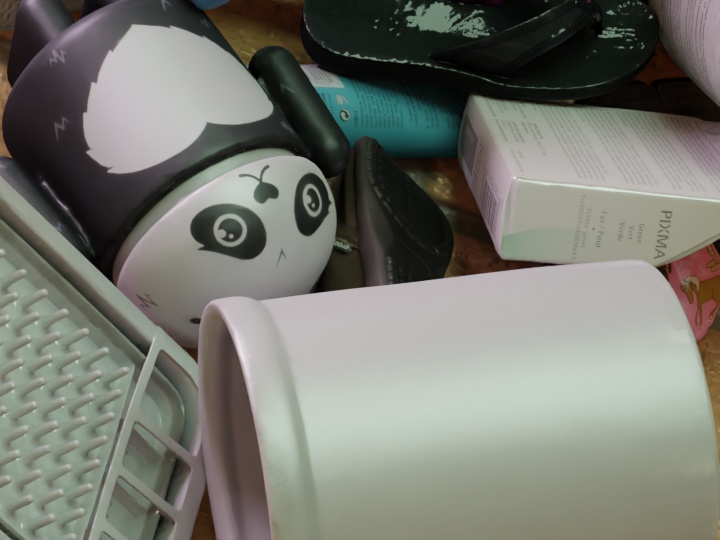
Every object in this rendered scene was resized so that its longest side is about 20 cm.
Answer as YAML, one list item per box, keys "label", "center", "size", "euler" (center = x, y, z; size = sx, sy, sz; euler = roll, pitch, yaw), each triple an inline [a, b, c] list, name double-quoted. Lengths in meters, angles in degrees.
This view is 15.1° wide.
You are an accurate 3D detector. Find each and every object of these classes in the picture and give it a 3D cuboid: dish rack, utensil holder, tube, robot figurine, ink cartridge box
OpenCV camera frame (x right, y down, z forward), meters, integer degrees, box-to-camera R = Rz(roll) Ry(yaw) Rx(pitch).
- label: "dish rack"
  center: [-0.152, 0.064, 1.217]
  size: [0.200, 0.044, 0.172]
  euler: [47, 38, -30]
- label: "utensil holder"
  center: [0.041, 0.085, 1.213]
  size: [0.200, 0.170, 0.170]
  euler: [-7, 54, -13]
- label: "tube"
  center: [0.018, -0.088, 1.484]
  size: [0.200, 0.050, 0.078]
  euler: [-3, 57, -35]
- label: "robot figurine"
  center: [-0.097, -0.056, 1.337]
  size: [0.200, 0.150, 0.125]
  euler: [54, 10, 22]
- label: "ink cartridge box"
  center: [0.159, -0.042, 1.414]
  size: [0.200, 0.050, 0.161]
  euler: [7, 18, -8]

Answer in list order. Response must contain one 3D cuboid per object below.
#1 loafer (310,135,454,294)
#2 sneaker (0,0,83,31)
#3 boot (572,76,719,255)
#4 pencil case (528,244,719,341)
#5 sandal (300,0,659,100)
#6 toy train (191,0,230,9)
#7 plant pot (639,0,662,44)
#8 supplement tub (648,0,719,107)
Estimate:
- label: "loafer"
  center: [0.000, 0.000, 1.373]
  size: [0.073, 0.071, 0.200]
  euler: [46, 20, -22]
- label: "sneaker"
  center: [-0.142, -0.205, 1.477]
  size: [0.200, 0.074, 0.118]
  euler: [-15, 64, -34]
- label: "boot"
  center: [0.222, -0.057, 1.547]
  size: [0.200, 0.070, 0.132]
  euler: [5, 45, -28]
- label: "pencil case"
  center: [0.112, 0.037, 1.397]
  size: [0.083, 0.087, 0.200]
  euler: [10, 34, 34]
- label: "sandal"
  center: [0.069, -0.132, 1.457]
  size: [0.200, 0.048, 0.075]
  euler: [0, 55, -13]
- label: "toy train"
  center: [-0.040, -0.226, 1.354]
  size: [0.200, 0.085, 0.116]
  euler: [-36, 81, -10]
- label: "plant pot"
  center: [0.235, -0.211, 1.606]
  size: [0.198, 0.200, 0.200]
  euler: [0, 52, -18]
- label: "supplement tub"
  center: [0.236, -0.131, 1.435]
  size: [0.132, 0.132, 0.200]
  euler: [15, 17, -15]
